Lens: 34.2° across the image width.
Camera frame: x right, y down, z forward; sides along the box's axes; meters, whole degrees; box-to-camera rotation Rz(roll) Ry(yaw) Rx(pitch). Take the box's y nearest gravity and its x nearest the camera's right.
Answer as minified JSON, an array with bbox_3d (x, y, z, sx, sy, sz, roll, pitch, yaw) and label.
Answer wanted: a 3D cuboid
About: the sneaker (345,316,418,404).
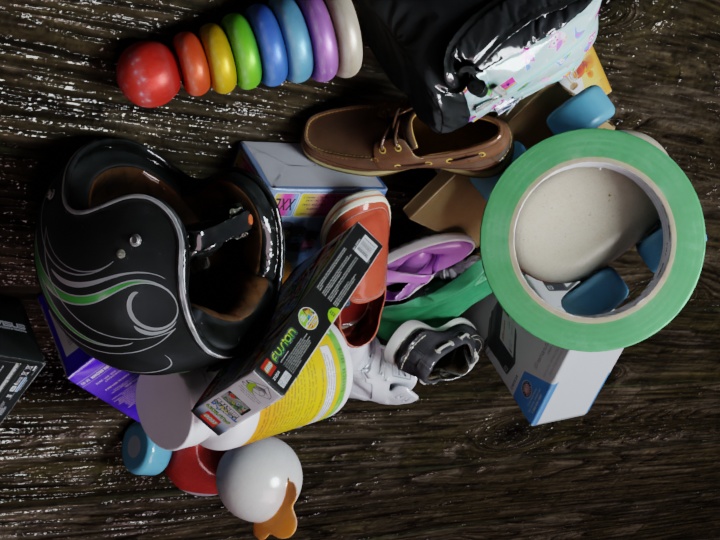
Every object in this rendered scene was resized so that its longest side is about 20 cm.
[{"bbox_3d":[0.015,0.098,1.321,0.115,0.075,0.200,6,156,-8],"label":"sneaker"}]

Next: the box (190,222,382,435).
[{"bbox_3d":[-0.062,0.050,1.032,0.110,0.035,0.200,-34,-164,46],"label":"box"}]

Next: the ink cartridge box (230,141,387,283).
[{"bbox_3d":[-0.078,-0.028,1.165,0.136,0.076,0.200,-2,136,-34],"label":"ink cartridge box"}]

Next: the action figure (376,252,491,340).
[{"bbox_3d":[0.101,0.022,1.331,0.200,0.055,0.118,-33,150,32],"label":"action figure"}]

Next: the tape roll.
[{"bbox_3d":[0.208,-0.027,1.067,0.200,0.200,0.048,-36,177,6],"label":"tape roll"}]

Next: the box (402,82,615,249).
[{"bbox_3d":[0.157,-0.108,1.223,0.200,0.021,0.163,-44,148,19],"label":"box"}]

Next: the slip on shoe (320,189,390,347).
[{"bbox_3d":[0.000,0.000,1.141,0.074,0.061,0.200,-17,141,-22],"label":"slip on shoe"}]

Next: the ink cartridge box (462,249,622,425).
[{"bbox_3d":[0.205,0.054,1.357,0.084,0.200,0.145,-9,138,-25],"label":"ink cartridge box"}]

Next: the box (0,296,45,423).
[{"bbox_3d":[-0.415,0.110,1.067,0.164,0.086,0.200,15,123,-45],"label":"box"}]

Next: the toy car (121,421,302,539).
[{"bbox_3d":[-0.133,0.225,1.307,0.184,0.200,0.177,12,125,-43],"label":"toy car"}]

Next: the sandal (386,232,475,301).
[{"bbox_3d":[0.032,0.013,1.269,0.202,0.050,0.082,-19,160,13],"label":"sandal"}]

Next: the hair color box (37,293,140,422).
[{"bbox_3d":[-0.224,0.089,1.162,0.065,0.109,0.200,-36,143,6],"label":"hair color box"}]

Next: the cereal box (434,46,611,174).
[{"bbox_3d":[0.150,-0.169,1.193,0.200,0.040,0.144,-38,146,6],"label":"cereal box"}]

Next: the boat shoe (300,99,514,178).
[{"bbox_3d":[0.041,-0.127,1.079,0.200,0.072,0.068,4,169,8],"label":"boat shoe"}]

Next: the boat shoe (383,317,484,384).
[{"bbox_3d":[0.097,0.094,1.311,0.074,0.060,0.200,-58,154,9],"label":"boat shoe"}]

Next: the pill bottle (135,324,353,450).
[{"bbox_3d":[-0.111,0.108,1.119,0.200,0.111,0.111,-11,141,-48],"label":"pill bottle"}]

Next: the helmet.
[{"bbox_3d":[-0.181,-0.012,1.000,0.200,0.191,0.200,-16,109,-58],"label":"helmet"}]

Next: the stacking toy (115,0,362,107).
[{"bbox_3d":[-0.103,-0.179,0.972,0.200,0.085,0.085,-17,141,-13],"label":"stacking toy"}]

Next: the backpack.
[{"bbox_3d":[0.115,-0.220,1.035,0.200,0.167,0.127,-28,160,-12],"label":"backpack"}]

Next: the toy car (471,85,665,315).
[{"bbox_3d":[0.226,-0.063,1.196,0.177,0.184,0.200,-36,177,5],"label":"toy car"}]
